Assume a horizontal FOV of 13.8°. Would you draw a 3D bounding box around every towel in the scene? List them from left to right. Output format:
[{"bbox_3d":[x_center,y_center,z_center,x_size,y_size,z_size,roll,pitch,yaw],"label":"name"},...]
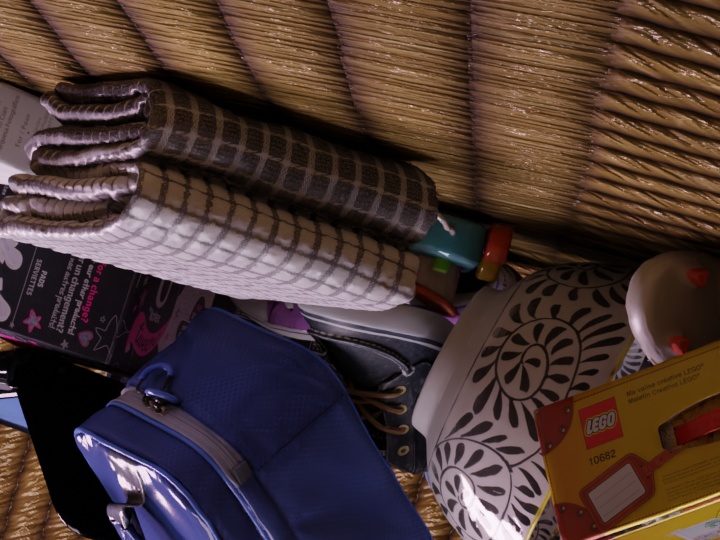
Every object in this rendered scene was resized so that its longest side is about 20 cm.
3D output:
[{"bbox_3d":[-0.074,-0.038,1.493,0.165,0.086,0.200,16,174,-26],"label":"towel"}]

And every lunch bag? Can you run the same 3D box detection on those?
[{"bbox_3d":[-0.068,0.127,1.672,0.136,0.132,0.200,22,150,49],"label":"lunch bag"}]

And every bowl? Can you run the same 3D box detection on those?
[{"bbox_3d":[0.089,0.068,1.626,0.094,0.201,0.201,28,178,9],"label":"bowl"}]

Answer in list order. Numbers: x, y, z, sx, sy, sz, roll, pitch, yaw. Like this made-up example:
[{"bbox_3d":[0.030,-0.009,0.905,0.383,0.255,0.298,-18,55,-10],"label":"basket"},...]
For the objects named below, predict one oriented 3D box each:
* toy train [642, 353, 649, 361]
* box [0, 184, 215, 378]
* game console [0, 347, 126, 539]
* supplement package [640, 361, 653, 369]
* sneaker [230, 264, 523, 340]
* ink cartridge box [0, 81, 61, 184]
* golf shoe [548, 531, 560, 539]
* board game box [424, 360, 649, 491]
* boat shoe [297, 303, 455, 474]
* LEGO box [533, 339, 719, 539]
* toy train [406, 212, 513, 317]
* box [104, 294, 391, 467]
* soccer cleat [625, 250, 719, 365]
[{"bbox_3d":[0.204,0.055,1.674,0.046,0.034,0.200,-6,-157,-23],"label":"toy train"},{"bbox_3d":[-0.160,-0.006,1.828,0.114,0.133,0.200,16,176,12],"label":"box"},{"bbox_3d":[-0.165,0.128,1.822,0.175,0.117,0.200,-7,158,39],"label":"game console"},{"bbox_3d":[0.211,0.163,1.793,0.113,0.110,0.200,6,-142,-30],"label":"supplement package"},{"bbox_3d":[0.000,-0.001,1.817,0.199,0.073,0.114,2,168,19],"label":"sneaker"},{"bbox_3d":[-0.268,-0.101,1.658,0.200,0.047,0.160,26,171,-37],"label":"ink cartridge box"},{"bbox_3d":[0.150,0.161,1.697,0.097,0.201,0.078,7,-154,-32],"label":"golf shoe"},{"bbox_3d":[0.125,0.073,1.850,0.158,0.200,0.039,18,-145,-47],"label":"board game box"},{"bbox_3d":[0.013,0.063,1.674,0.071,0.091,0.200,17,177,25],"label":"boat shoe"},{"bbox_3d":[0.211,0.085,1.476,0.199,0.078,0.149,-22,157,25],"label":"LEGO box"},{"bbox_3d":[-0.009,-0.018,1.670,0.150,0.056,0.200,19,175,-40],"label":"toy train"},{"bbox_3d":[-0.062,0.048,1.975,0.199,0.161,0.044,15,167,-8],"label":"box"},{"bbox_3d":[0.185,0.031,1.558,0.077,0.070,0.200,16,179,38],"label":"soccer cleat"}]
